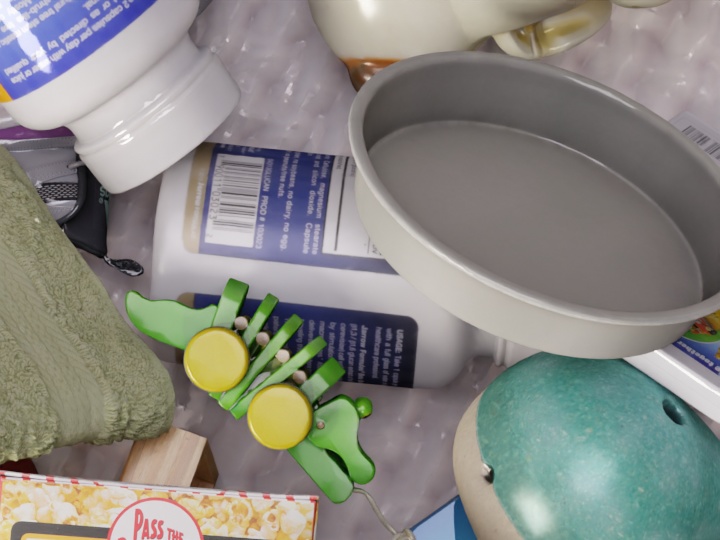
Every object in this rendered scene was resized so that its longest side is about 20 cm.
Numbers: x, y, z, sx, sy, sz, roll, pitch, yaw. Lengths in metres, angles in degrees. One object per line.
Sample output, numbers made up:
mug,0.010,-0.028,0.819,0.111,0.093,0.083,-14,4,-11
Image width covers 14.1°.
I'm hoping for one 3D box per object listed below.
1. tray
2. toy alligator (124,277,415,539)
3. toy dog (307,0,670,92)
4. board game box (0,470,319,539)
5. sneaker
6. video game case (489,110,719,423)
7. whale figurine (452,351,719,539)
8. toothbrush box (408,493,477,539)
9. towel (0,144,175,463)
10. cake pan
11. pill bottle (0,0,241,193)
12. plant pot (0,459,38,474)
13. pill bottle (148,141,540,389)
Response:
tray,-0.120,0.177,1.395,0.037,0.099,0.201,18,77,5
toy alligator,-0.023,0.063,1.357,0.200,0.059,0.054,41,92,1
toy dog,0.067,-0.157,1.439,0.199,0.194,0.140,-22,101,32
board game box,-0.102,0.196,1.314,0.151,0.046,0.201,6,84,-15
sneaker,-0.135,-0.064,1.471,0.199,0.078,0.140,-31,80,3
video game case,0.167,-0.006,1.402,0.143,0.018,0.200,35,36,18
whale figurine,0.139,0.098,1.370,0.199,0.104,0.160,12,47,-40
toothbrush box,0.058,0.224,1.390,0.146,0.085,0.200,-35,78,-8
towel,-0.183,0.005,1.346,0.200,0.148,0.037,54,126,23
cake pan,0.085,-0.029,1.338,0.199,0.037,0.201,14,35,-10
pill bottle,-0.147,-0.138,1.373,0.112,0.112,0.200,-38,106,-8
plant pot,-0.252,0.124,1.369,0.199,0.177,0.201,0,76,0
pill bottle,0.000,0.000,1.431,0.199,0.111,0.112,6,77,1
